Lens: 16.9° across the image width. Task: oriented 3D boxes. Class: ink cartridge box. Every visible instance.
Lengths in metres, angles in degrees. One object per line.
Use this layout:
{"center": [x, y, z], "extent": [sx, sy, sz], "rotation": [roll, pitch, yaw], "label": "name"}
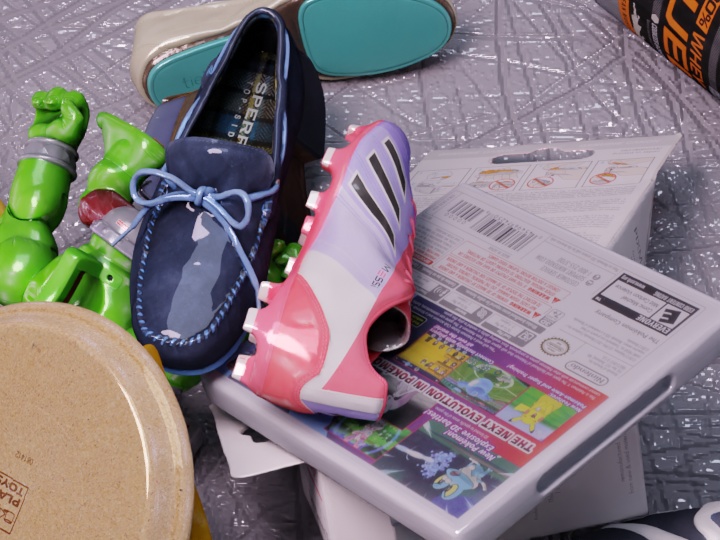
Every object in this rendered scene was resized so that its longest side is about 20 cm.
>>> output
{"center": [0.031, 0.093, 1.215], "extent": [0.199, 0.068, 0.117], "rotation": [-11, 18, -6], "label": "ink cartridge box"}
{"center": [0.080, -0.016, 1.323], "extent": [0.160, 0.050, 0.200], "rotation": [-2, 21, 23], "label": "ink cartridge box"}

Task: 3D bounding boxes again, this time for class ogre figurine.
{"center": [-0.125, -0.006, 1.269], "extent": [0.200, 0.098, 0.120], "rotation": [38, 81, 6], "label": "ogre figurine"}

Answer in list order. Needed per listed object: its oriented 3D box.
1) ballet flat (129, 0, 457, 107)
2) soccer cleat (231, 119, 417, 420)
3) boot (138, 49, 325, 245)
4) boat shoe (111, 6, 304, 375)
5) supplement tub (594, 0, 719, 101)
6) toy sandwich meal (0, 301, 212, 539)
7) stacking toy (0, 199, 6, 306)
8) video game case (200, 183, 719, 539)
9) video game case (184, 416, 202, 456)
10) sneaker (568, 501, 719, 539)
{"center": [-0.043, -0.148, 1.467], "extent": [0.199, 0.070, 0.070], "rotation": [-11, 48, -6], "label": "ballet flat"}
{"center": [0.000, 0.000, 1.175], "extent": [0.076, 0.067, 0.200], "rotation": [21, 39, 4], "label": "soccer cleat"}
{"center": [-0.080, -0.027, 1.374], "extent": [0.096, 0.075, 0.201], "rotation": [-10, 55, 30], "label": "boot"}
{"center": [-0.077, -0.046, 1.202], "extent": [0.084, 0.069, 0.201], "rotation": [5, 56, 3], "label": "boat shoe"}
{"center": [0.231, -0.161, 1.419], "extent": [0.122, 0.123, 0.200], "rotation": [-31, 53, -22], "label": "supplement tub"}
{"center": [-0.144, 0.116, 1.121], "extent": [0.204, 0.070, 0.207], "rotation": [-6, 77, 27], "label": "toy sandwich meal"}
{"center": [-0.240, -0.017, 1.342], "extent": [0.199, 0.146, 0.146], "rotation": [32, 55, 5], "label": "stacking toy"}
{"center": [0.050, 0.042, 1.159], "extent": [0.182, 0.023, 0.200], "rotation": [-36, 39, -23], "label": "video game case"}
{"center": [-0.189, 0.133, 1.253], "extent": [0.142, 0.018, 0.200], "rotation": [18, 52, 18], "label": "video game case"}
{"center": [0.130, 0.193, 1.143], "extent": [0.129, 0.080, 0.200], "rotation": [0, 52, 10], "label": "sneaker"}
